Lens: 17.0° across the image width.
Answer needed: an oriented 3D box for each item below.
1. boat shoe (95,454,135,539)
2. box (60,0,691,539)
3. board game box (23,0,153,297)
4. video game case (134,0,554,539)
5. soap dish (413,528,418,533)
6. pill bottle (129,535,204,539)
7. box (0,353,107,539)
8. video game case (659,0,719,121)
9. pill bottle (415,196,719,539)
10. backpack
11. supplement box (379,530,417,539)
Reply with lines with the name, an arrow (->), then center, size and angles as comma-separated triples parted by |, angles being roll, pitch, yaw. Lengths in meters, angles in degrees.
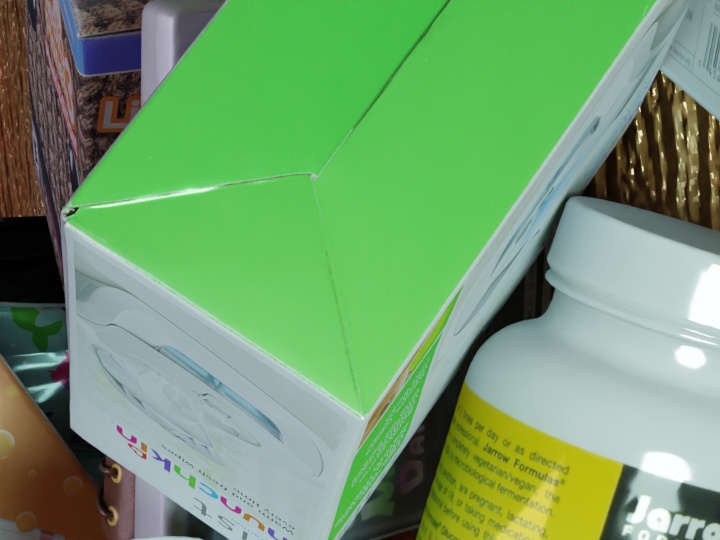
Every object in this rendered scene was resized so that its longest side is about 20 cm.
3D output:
boat shoe -> -0.067, 0.079, 0.901 | 0.201, 0.067, 0.072 | -58, 8, 10
box -> 0.007, -0.033, 0.685 | 0.096, 0.200, 0.177 | 33, 158, 8
board game box -> -0.072, -0.070, 0.932 | 0.201, 0.096, 0.160 | 94, 163, -44
video game case -> 0.000, 0.000, 0.832 | 0.023, 0.181, 0.202 | 19, 113, 45
soap dish -> -0.027, 0.190, 1.062 | 0.157, 0.081, 0.202 | -157, 66, -66
pill bottle -> -0.066, 0.181, 0.774 | 0.201, 0.113, 0.115 | 99, 156, -49
box -> -0.170, 0.114, 1.007 | 0.201, 0.124, 0.097 | 55, 169, -11
video game case -> 0.114, -0.144, 0.726 | 0.200, 0.023, 0.183 | -127, 39, -56
pill bottle -> 0.072, 0.086, 0.717 | 0.112, 0.112, 0.201 | 33, 108, 63
backpack -> -0.138, 0.041, 1.160 | 0.177, 0.199, 0.152 | -153, 57, -64
supplement box -> 0.017, 0.180, 0.851 | 0.069, 0.066, 0.201 | -38, 45, 15
